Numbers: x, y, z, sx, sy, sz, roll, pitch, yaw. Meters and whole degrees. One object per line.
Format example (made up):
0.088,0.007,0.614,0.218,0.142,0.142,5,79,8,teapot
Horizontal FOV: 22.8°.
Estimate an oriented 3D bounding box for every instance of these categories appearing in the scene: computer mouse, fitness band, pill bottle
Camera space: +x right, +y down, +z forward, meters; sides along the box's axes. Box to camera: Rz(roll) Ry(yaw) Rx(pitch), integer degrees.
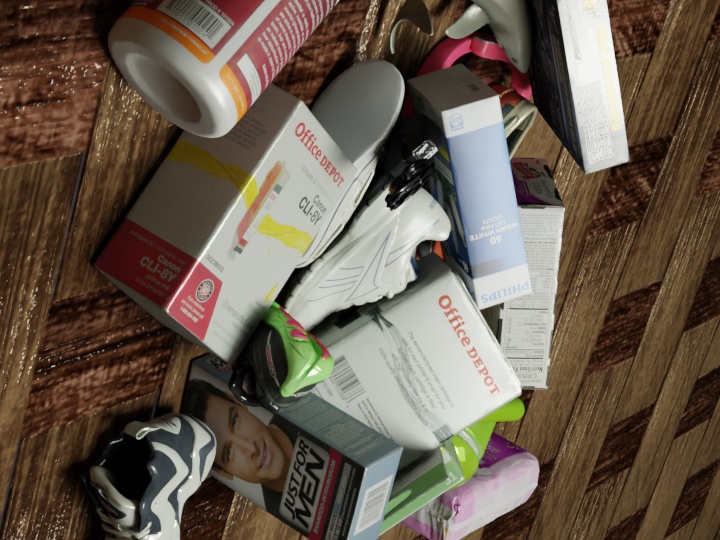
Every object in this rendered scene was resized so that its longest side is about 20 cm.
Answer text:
0.037,-0.096,1.512,0.058,0.034,0.200,-34,-168,13,computer mouse
0.105,-0.164,1.763,0.200,0.037,0.144,2,116,-60,fitness band
-0.083,-0.204,1.302,0.200,0.113,0.113,-51,152,-19,pill bottle

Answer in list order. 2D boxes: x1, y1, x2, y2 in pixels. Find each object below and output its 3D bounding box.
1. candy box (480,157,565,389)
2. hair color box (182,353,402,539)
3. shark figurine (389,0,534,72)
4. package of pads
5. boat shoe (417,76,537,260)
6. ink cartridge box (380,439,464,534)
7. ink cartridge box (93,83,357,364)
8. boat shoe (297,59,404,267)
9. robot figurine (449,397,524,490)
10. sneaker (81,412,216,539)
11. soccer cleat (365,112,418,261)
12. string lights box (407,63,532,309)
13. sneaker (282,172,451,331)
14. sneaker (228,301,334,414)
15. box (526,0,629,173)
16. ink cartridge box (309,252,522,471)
0.162,0.002,1.809,0.137,0.061,0.201,-96,-171,-65,candy box
-0.066,0.158,1.576,0.061,0.199,0.100,-22,133,-51,hair color box
0.113,-0.253,1.617,0.214,0.089,0.129,1,94,-51,shark figurine
0.109,0.243,2.059,0.200,0.120,0.076,-16,129,-54,package of pads
0.109,-0.088,1.742,0.071,0.062,0.201,-12,130,-58,boat shoe
0.028,0.218,1.682,0.145,0.048,0.200,-35,-167,5,ink cartridge box
-0.105,-0.044,1.446,0.201,0.083,0.145,-58,153,-8,ink cartridge box
-0.019,-0.091,1.573,0.201,0.072,0.066,-65,164,0,boat shoe
0.089,0.148,1.911,0.116,0.175,0.201,40,57,-25,robot figurine
-0.203,0.215,1.525,0.129,0.079,0.200,19,98,-62,sneaker
0.022,-0.079,1.677,0.073,0.068,0.201,-84,169,-53,soccer cleat
0.103,-0.078,1.652,0.059,0.103,0.201,-17,115,-10,string lights box
0.000,0.000,1.620,0.200,0.087,0.075,-46,-171,20,sneaker
-0.086,0.071,1.526,0.084,0.077,0.200,-48,-165,-2,sneaker
0.195,-0.216,1.688,0.048,0.159,0.201,-17,122,-5,box
0.029,0.098,1.668,0.199,0.083,0.147,-31,108,-1,ink cartridge box
